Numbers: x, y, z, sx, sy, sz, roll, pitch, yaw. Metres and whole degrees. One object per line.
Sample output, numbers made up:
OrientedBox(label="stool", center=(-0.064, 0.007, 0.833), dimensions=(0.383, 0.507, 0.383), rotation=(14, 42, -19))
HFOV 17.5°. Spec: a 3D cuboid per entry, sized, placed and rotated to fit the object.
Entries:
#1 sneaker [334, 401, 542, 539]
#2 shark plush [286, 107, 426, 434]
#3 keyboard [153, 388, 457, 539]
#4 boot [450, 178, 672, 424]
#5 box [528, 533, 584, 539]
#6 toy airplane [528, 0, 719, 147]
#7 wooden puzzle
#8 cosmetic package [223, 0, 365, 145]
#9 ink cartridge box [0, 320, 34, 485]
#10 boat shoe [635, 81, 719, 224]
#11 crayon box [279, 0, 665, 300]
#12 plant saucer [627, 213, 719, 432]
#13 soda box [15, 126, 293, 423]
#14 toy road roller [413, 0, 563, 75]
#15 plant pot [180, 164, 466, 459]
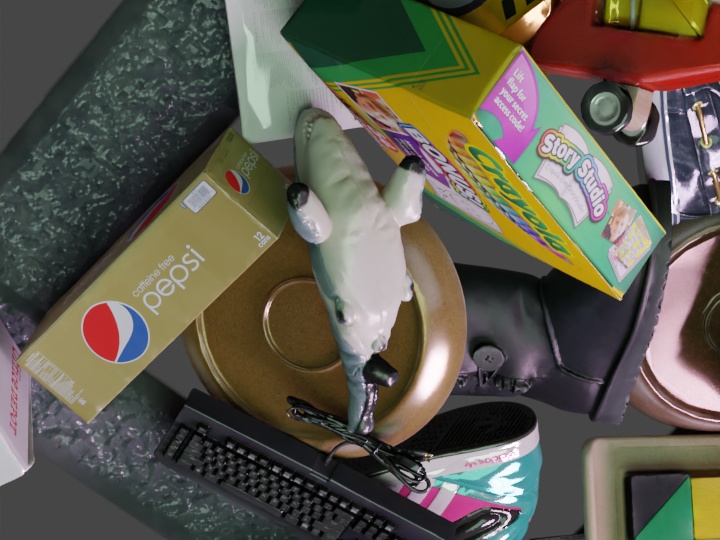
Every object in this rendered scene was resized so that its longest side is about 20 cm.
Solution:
OrientedBox(label="sneaker", center=(0.032, 0.165, 1.598), dimensions=(0.199, 0.084, 0.121), rotation=(-10, 117, 7))
OrientedBox(label="shark plush", center=(0.000, 0.000, 1.443), dimensions=(0.091, 0.083, 0.201), rotation=(-27, 114, -21))
OrientedBox(label="keyboard", center=(-0.029, 0.135, 1.522), dimensions=(0.199, 0.021, 0.127), rotation=(27, 132, -6))
OrientedBox(label="boot", center=(0.105, 0.016, 1.509), dimensions=(0.167, 0.077, 0.201), rotation=(9, 133, -3))
OrientedBox(label="box", center=(0.211, 0.279, 1.679), dimensions=(0.197, 0.050, 0.201), rotation=(-3, 115, -13))
OrientedBox(label="toy airplane", center=(0.215, -0.159, 1.333), dimensions=(0.198, 0.200, 0.142), rotation=(-5, 82, -23))
OrientedBox(label="wooden puzzle", center=(0.250, 0.205, 1.608), dimensions=(0.199, 0.037, 0.186), rotation=(0, 82, -14))
OrientedBox(label="cosmetic package", center=(-0.046, -0.182, 1.432), dimensions=(0.082, 0.051, 0.201), rotation=(-7, 117, -2))
OrientedBox(label="ink cartridge box", center=(-0.286, 0.034, 1.451), dimensions=(0.084, 0.145, 0.200), rotation=(-27, 116, 6))
OrientedBox(label="boat shoe", center=(0.216, -0.124, 1.487), dimensions=(0.090, 0.071, 0.201), rotation=(-10, 123, 2))
OrientedBox(label="crayon box", center=(0.069, -0.081, 1.396), dimensions=(0.058, 0.172, 0.200), rotation=(-52, 135, -8))
OrientedBox(label="plant saucer", center=(0.256, 0.030, 1.588), dimensions=(0.199, 0.035, 0.201), rotation=(-3, 117, -7))
OrientedBox(label="soda box", center=(-0.129, 0.005, 1.472), dimensions=(0.064, 0.068, 0.200), rotation=(42, 119, -11))
OrientedBox(label="toy road roller", center=(0.107, -0.212, 1.407), dimensions=(0.200, 0.123, 0.146), rotation=(-36, 130, 10))
OrientedBox(label="plant pot", center=(-0.030, 0.032, 1.505), dimensions=(0.199, 0.027, 0.201), rotation=(5, 107, 16))
